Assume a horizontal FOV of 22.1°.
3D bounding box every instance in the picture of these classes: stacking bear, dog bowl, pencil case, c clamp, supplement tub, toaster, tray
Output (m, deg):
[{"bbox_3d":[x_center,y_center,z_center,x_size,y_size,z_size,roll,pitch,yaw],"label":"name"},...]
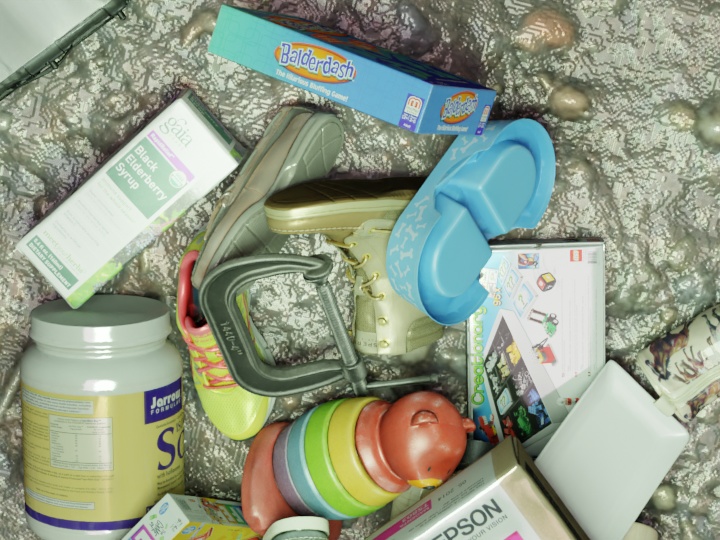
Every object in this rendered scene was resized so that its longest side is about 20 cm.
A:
[{"bbox_3d":[0.006,0.163,1.621,0.200,0.121,0.114,-22,61,37],"label":"stacking bear"},{"bbox_3d":[0.093,-0.048,1.600,0.200,0.049,0.112,-54,137,-19],"label":"dog bowl"},{"bbox_3d":[0.343,0.059,1.646,0.200,0.089,0.078,-33,100,8],"label":"pencil case"},{"bbox_3d":[-0.043,0.048,1.588,0.170,0.027,0.200,-15,134,13],"label":"c clamp"},{"bbox_3d":[-0.229,0.132,1.642,0.145,0.145,0.201,1,103,1],"label":"supplement tub"},{"bbox_3d":[-0.283,-0.223,1.541,0.181,0.200,0.119,-35,104,9],"label":"toaster"},{"bbox_3d":[0.202,0.186,1.634,0.107,0.022,0.200,42,66,-7],"label":"tray"}]

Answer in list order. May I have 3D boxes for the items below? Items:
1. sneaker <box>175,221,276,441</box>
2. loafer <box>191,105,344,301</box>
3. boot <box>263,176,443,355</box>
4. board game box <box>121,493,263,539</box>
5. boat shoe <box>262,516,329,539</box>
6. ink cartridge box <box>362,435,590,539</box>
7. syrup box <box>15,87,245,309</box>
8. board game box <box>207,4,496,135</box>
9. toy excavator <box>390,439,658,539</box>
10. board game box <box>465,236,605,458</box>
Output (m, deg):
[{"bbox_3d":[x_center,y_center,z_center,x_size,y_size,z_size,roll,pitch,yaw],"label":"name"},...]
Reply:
[{"bbox_3d":[-0.130,0.060,1.647,0.078,0.090,0.201,-8,100,17],"label":"sneaker"},{"bbox_3d":[-0.090,-0.060,1.611,0.063,0.072,0.200,24,69,32],"label":"loafer"},{"bbox_3d":[0.000,0.000,1.615,0.200,0.073,0.156,-6,110,-38],"label":"boot"},{"bbox_3d":[-0.160,0.262,1.648,0.134,0.200,0.034,-46,67,10],"label":"board game box"},{"bbox_3d":[-0.064,0.279,1.653,0.073,0.200,0.062,-1,64,-12],"label":"boat shoe"},{"bbox_3d":[0.097,0.265,1.551,0.200,0.075,0.165,-36,101,10],"label":"ink cartridge box"},{"bbox_3d":[-0.201,-0.066,1.632,0.200,0.081,0.079,-40,100,10],"label":"syrup box"},{"bbox_3d":[-0.005,-0.166,1.537,0.200,0.152,0.045,22,102,20],"label":"board game box"},{"bbox_3d":[0.145,0.229,1.678,0.194,0.200,0.100,-9,63,40],"label":"toy excavator"},{"bbox_3d":[0.159,0.071,1.679,0.126,0.035,0.201,-1,102,0],"label":"board game box"}]
